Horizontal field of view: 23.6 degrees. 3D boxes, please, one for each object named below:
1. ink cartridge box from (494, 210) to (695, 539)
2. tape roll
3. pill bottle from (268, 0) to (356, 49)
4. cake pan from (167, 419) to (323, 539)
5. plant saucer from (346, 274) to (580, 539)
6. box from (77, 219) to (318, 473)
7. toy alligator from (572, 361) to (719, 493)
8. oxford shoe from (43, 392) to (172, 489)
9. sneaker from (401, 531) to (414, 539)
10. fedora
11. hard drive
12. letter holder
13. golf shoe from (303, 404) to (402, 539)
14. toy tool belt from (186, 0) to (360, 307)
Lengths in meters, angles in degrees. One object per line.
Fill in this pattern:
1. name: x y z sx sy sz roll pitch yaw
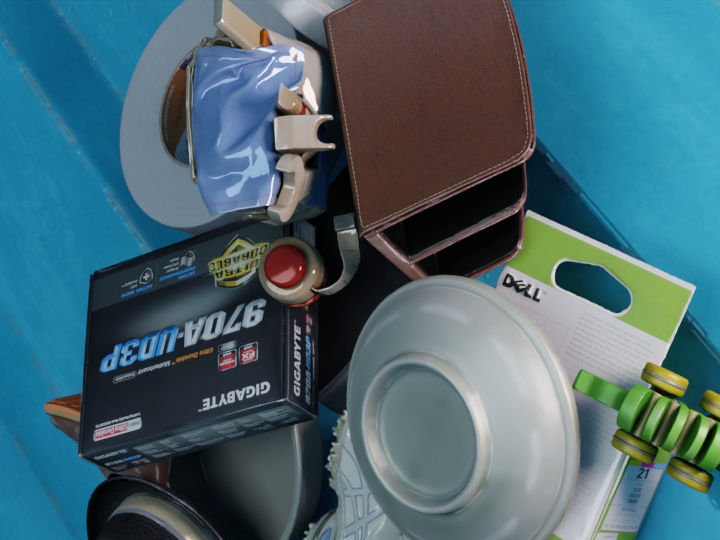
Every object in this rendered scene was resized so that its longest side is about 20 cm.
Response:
1. ink cartridge box: 0.147 0.083 1.190 0.147 0.075 0.202 27 96 35
2. tape roll: -0.101 -0.123 1.365 0.199 0.066 0.203 -15 66 37
3. pill bottle: 0.018 -0.264 1.272 0.116 0.115 0.201 51 117 27
4. cake pan: -0.095 0.137 1.368 0.199 0.036 0.203 11 105 50
5. plant saucer: 0.054 0.106 1.157 0.199 0.050 0.203 10 105 41
6. box: -0.123 0.054 1.310 0.198 0.046 0.161 -17 59 29
7. toy alligator: 0.226 0.113 1.086 0.198 0.054 0.060 27 94 6
8. oxford shoe: -0.215 0.142 1.446 0.199 0.071 0.074 5 104 62
9. sneaker: 0.118 0.227 1.206 0.130 0.079 0.202 -33 79 34
10. fedora: -0.173 0.266 1.369 0.199 0.092 0.202 21 130 27
11. hard drive: 0.000 0.000 1.323 0.135 0.042 0.201 50 117 27
12. letter holder: 0.069 -0.110 1.203 0.141 0.100 0.202 -26 52 21
13. golf shoe: 0.020 0.167 1.298 0.096 0.078 0.202 19 106 19
14. toy tool belt: -0.072 -0.081 1.208 0.123 0.123 0.202 -10 76 15
